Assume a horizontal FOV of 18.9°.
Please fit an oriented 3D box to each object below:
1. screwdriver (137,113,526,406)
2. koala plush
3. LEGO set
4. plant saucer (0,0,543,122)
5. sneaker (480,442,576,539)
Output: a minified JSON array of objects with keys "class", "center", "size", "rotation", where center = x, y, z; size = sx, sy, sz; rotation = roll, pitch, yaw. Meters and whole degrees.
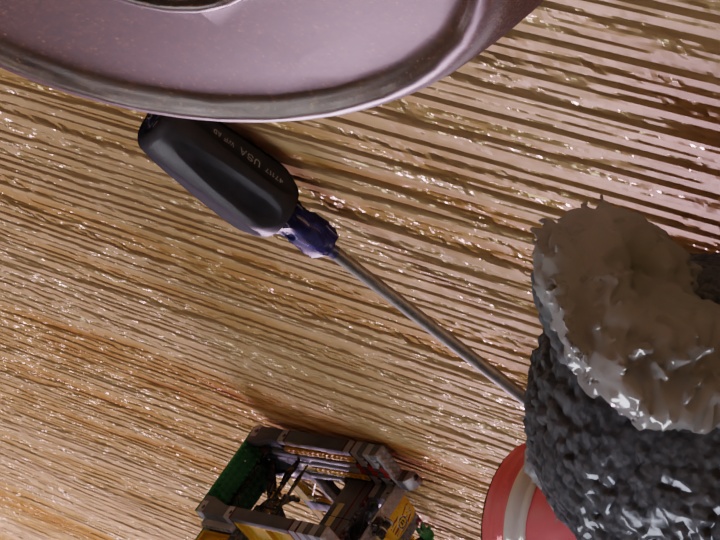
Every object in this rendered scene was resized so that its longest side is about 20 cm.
[{"class":"screwdriver","center":[0.000,0.000,0.781],"size":[0.200,0.028,0.029],"rotation":[36,-169,-29]},{"class":"koala plush","center":[0.124,0.065,0.578],"size":[0.200,0.184,0.178],"rotation":[35,165,15]},{"class":"LEGO set","center":[-0.023,0.175,1.074],"size":[0.115,0.200,0.154],"rotation":[4,132,47]},{"class":"plant saucer","center":[-0.045,-0.085,0.490],"size":[0.199,0.035,0.201],"rotation":[8,156,3]},{"class":"sneaker","center":[0.134,0.146,0.921],"size":[0.086,0.074,0.200],"rotation":[5,152,48]}]
